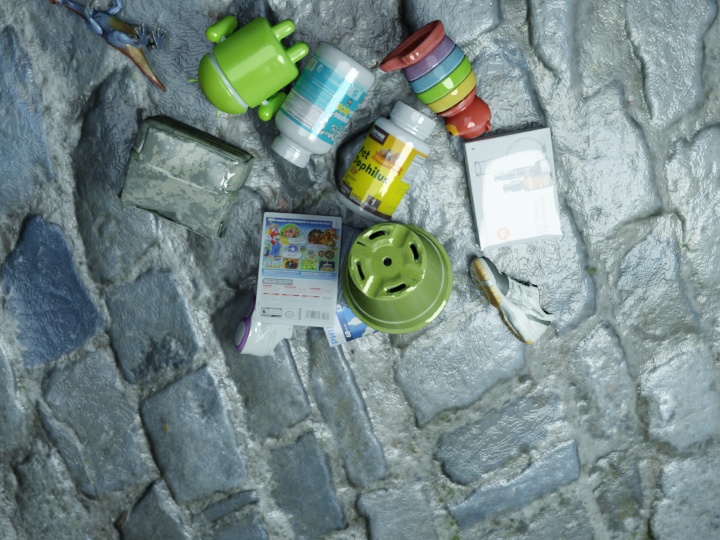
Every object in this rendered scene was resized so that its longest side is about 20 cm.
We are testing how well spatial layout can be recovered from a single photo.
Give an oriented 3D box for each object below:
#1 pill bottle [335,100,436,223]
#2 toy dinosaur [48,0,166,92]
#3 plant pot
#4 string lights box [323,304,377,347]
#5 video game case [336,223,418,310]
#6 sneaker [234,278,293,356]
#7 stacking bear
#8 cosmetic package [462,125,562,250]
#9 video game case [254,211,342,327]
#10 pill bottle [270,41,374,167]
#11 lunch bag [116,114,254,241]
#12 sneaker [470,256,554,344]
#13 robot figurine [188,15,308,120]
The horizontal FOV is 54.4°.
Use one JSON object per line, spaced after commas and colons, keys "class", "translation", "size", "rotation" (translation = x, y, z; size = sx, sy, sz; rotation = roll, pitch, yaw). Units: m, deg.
{"class": "pill bottle", "translation": [0.048, -0.189, 1.222], "size": [0.109, 0.109, 0.200], "rotation": [29, 103, -8]}
{"class": "toy dinosaur", "translation": [-0.432, -0.404, 1.177], "size": [0.181, 0.105, 0.200], "rotation": [14, 119, 17]}
{"class": "plant pot", "translation": [0.052, -0.001, 1.160], "size": [0.200, 0.190, 0.200], "rotation": [-1, 80, 8]}
{"class": "string lights box", "translation": [0.022, 0.060, 1.315], "size": [0.200, 0.059, 0.103], "rotation": [-19, 102, 4]}
{"class": "video game case", "translation": [0.000, 0.000, 1.272], "size": [0.200, 0.019, 0.143], "rotation": [19, 84, 9]}
{"class": "sneaker", "translation": [-0.162, 0.072, 1.325], "size": [0.100, 0.075, 0.200], "rotation": [20, 102, -31]}
{"class": "stacking bear", "translation": [0.147, -0.310, 1.193], "size": [0.114, 0.121, 0.200], "rotation": [-47, 112, -15]}
{"class": "cosmetic package", "translation": [0.274, -0.148, 1.266], "size": [0.151, 0.052, 0.200], "rotation": [-10, 105, 5]}
{"class": "video game case", "translation": [-0.110, -0.002, 1.260], "size": [0.143, 0.018, 0.200], "rotation": [4, 82, 1]}
{"class": "pill bottle", "translation": [-0.072, -0.277, 1.197], "size": [0.111, 0.111, 0.200], "rotation": [33, 104, -9]}
{"class": "lunch bag", "translation": [-0.305, -0.157, 1.213], "size": [0.200, 0.139, 0.168], "rotation": [23, 103, -6]}
{"class": "sneaker", "translation": [0.285, 0.041, 1.316], "size": [0.088, 0.076, 0.200], "rotation": [-40, 106, -6]}
{"class": "robot figurine", "translation": [-0.184, -0.342, 1.175], "size": [0.200, 0.116, 0.176], "rotation": [-32, 111, 8]}
